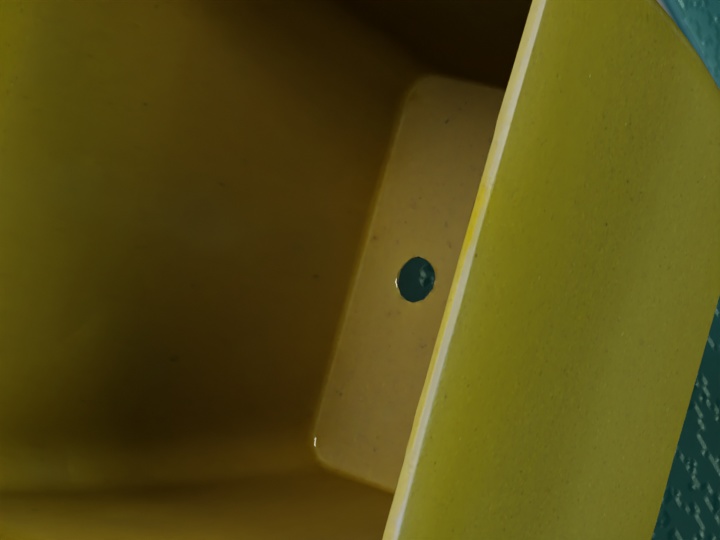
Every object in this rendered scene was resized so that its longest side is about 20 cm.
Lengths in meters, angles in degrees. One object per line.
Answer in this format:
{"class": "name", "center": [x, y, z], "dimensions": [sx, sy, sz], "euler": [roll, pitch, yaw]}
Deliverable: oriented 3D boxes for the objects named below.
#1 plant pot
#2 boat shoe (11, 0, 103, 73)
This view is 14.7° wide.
{"class": "plant pot", "center": [0.000, 0.000, 0.792], "dimensions": [0.176, 0.199, 0.201], "euler": [14, 92, -52]}
{"class": "boat shoe", "center": [-0.122, -0.155, 0.831], "dimensions": [0.072, 0.072, 0.201], "euler": [1, 86, -37]}
